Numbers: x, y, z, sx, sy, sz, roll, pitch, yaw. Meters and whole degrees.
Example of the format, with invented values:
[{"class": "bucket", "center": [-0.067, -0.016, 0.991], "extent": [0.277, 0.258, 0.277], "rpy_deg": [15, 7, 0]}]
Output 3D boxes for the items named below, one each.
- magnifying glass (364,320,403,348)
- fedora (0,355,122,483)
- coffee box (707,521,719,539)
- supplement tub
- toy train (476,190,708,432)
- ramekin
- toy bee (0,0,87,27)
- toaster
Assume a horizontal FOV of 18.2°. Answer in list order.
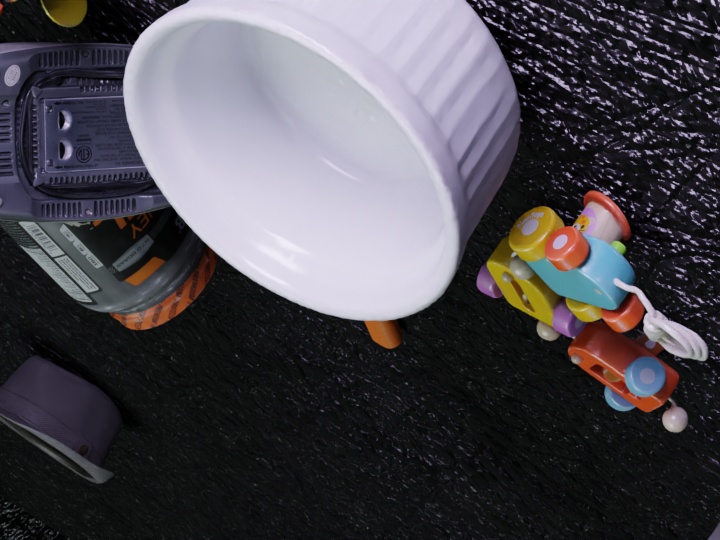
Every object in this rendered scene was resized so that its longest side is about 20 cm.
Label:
[{"class": "magnifying glass", "center": [0.000, 0.000, 1.570], "extent": [0.079, 0.022, 0.200], "rpy_deg": [29, 160, 26]}, {"class": "fedora", "center": [-0.350, 0.162, 2.603], "extent": [0.200, 0.090, 0.177], "rpy_deg": [40, 166, -31]}, {"class": "coffee box", "center": [0.301, 0.303, 1.439], "extent": [0.198, 0.200, 0.200], "rpy_deg": [44, 162, -22]}, {"class": "supplement tub", "center": [-0.200, -0.054, 1.651], "extent": [0.122, 0.123, 0.200], "rpy_deg": [16, 154, 51]}, {"class": "toy train", "center": [0.143, 0.017, 1.264], "extent": [0.150, 0.056, 0.200], "rpy_deg": [34, 167, 6]}, {"class": "ramekin", "center": [-0.014, -0.080, 1.163], "extent": [0.200, 0.098, 0.201], "rpy_deg": [24, 143, 19]}, {"class": "toy bee", "center": [-0.205, -0.197, 1.303], "extent": [0.131, 0.109, 0.200], "rpy_deg": [41, 163, -7]}, {"class": "toaster", "center": [-0.193, -0.096, 1.479], "extent": [0.129, 0.199, 0.114], "rpy_deg": [17, 110, 58]}]
